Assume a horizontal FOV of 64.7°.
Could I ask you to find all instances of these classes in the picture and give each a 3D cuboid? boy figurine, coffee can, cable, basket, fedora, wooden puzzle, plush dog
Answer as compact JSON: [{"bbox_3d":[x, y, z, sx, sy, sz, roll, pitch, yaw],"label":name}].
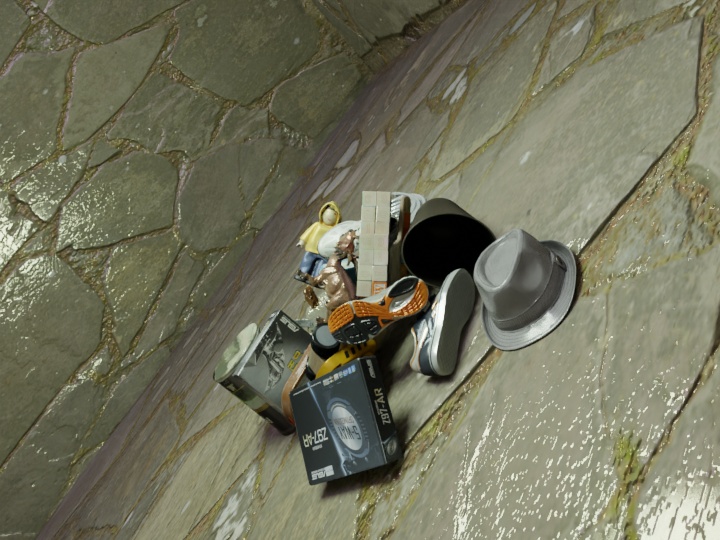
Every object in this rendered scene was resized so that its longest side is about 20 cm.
[{"bbox_3d":[-0.085,-0.061,1.329,0.064,0.121,0.206,43,-112,-79],"label":"boy figurine"},{"bbox_3d":[-0.202,0.237,1.245,0.146,0.200,0.147,-41,19,18],"label":"coffee can"},{"bbox_3d":[0.085,-0.112,1.401,0.200,0.070,0.197,-45,29,-22],"label":"cable"},{"bbox_3d":[0.161,-0.064,1.101,0.201,0.174,0.141,-88,3,-72],"label":"basket"},{"bbox_3d":[0.235,0.010,0.872,0.175,0.090,0.203,-33,25,40],"label":"fedora"},{"bbox_3d":[0.089,-0.030,1.209,0.036,0.190,0.202,6,36,8],"label":"wooden puzzle"},{"bbox_3d":[-0.060,0.095,1.319,0.200,0.161,0.172,-44,-4,13],"label":"plush dog"}]

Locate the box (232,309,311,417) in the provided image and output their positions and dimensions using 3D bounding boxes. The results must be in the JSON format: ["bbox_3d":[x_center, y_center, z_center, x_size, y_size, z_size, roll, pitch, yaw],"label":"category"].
[{"bbox_3d":[-0.141,0.207,1.170,0.160,0.199,0.048,-56,19,-26],"label":"box"}]

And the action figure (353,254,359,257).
[{"bbox_3d":[-0.051,-0.013,1.436,0.119,0.202,0.101,-45,40,-13],"label":"action figure"}]

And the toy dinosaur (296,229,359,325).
[{"bbox_3d":[-0.038,0.032,1.143,0.132,0.206,0.085,-21,-2,27],"label":"toy dinosaur"}]

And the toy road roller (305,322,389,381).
[{"bbox_3d":[-0.004,0.167,1.076,0.197,0.146,0.125,-27,-30,-33],"label":"toy road roller"}]

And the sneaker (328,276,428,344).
[{"bbox_3d":[0.037,0.072,1.010,0.195,0.078,0.092,-23,-3,15],"label":"sneaker"}]

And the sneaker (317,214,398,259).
[{"bbox_3d":[-0.009,-0.082,1.242,0.195,0.078,0.115,-21,-1,2],"label":"sneaker"}]

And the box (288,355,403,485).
[{"bbox_3d":[-0.031,0.251,0.939,0.198,0.043,0.165,-31,68,41],"label":"box"}]

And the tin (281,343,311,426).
[{"bbox_3d":[-0.082,0.220,1.147,0.041,0.112,0.203,-13,41,57],"label":"tin"}]

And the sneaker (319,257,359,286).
[{"bbox_3d":[0.000,0.000,1.284,0.080,0.195,0.079,28,116,48],"label":"sneaker"}]

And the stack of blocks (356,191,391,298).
[{"bbox_3d":[0.029,-0.048,1.120,0.115,0.056,0.208,54,-141,-84],"label":"stack of blocks"}]

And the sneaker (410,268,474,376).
[{"bbox_3d":[0.135,0.085,0.972,0.078,0.078,0.203,-17,38,46],"label":"sneaker"}]
